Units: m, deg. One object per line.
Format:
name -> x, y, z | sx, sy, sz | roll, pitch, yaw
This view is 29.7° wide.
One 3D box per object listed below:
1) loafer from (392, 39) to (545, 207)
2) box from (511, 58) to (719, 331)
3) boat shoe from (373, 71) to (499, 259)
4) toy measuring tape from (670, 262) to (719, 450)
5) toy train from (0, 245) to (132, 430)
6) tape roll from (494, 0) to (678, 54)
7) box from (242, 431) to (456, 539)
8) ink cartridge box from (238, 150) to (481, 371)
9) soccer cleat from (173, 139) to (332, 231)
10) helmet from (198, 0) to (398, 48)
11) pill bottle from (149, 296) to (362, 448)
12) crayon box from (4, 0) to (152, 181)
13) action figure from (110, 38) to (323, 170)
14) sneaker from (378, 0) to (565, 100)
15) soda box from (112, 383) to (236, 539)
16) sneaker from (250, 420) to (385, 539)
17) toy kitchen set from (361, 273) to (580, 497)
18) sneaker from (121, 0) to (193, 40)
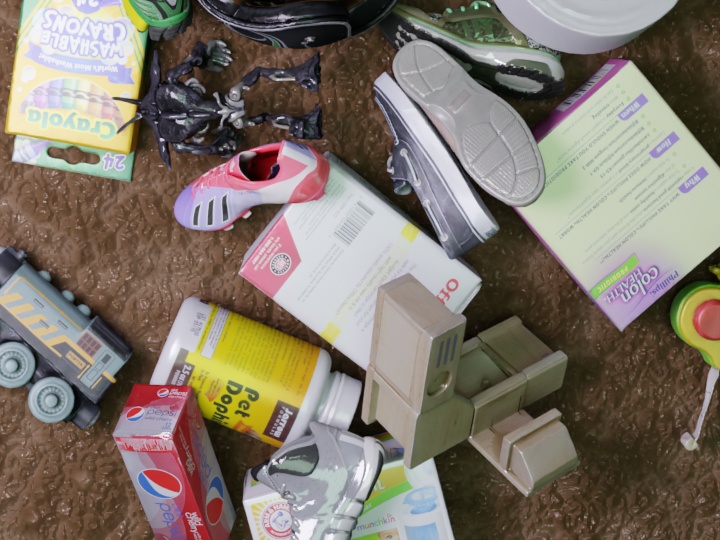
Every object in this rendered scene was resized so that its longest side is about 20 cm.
loafer -> 0.109, -0.138, 1.296 | 0.072, 0.063, 0.200 | -39, 73, 1
box -> 0.255, -0.078, 1.351 | 0.176, 0.097, 0.200 | -41, 98, 5
boat shoe -> 0.057, -0.102, 1.331 | 0.068, 0.072, 0.201 | -34, 76, 10
toy measuring tape -> 0.343, 0.082, 1.397 | 0.073, 0.074, 0.201 | 15, 99, -5
toy train -> -0.325, 0.068, 1.369 | 0.200, 0.085, 0.114 | 43, 84, -6
tape roll -> 0.217, -0.313, 1.295 | 0.201, 0.071, 0.204 | 1, 85, -9
box -> -0.013, 0.245, 1.395 | 0.199, 0.101, 0.113 | -15, 100, 1
ink cartridge box -> 0.000, 0.000, 1.362 | 0.200, 0.083, 0.145 | 38, 97, -8
soccer cleat -> -0.117, -0.086, 1.309 | 0.076, 0.199, 0.067 | 33, 58, -43
helmet -> -0.057, -0.298, 1.257 | 0.199, 0.191, 0.202 | 5, 103, 20
pill bottle -> -0.103, 0.111, 1.365 | 0.199, 0.109, 0.110 | 22, 98, -5
crayon box -> -0.275, -0.193, 1.336 | 0.125, 0.052, 0.202 | 9, 100, -3
action figure -> -0.136, -0.162, 1.322 | 0.198, 0.102, 0.120 | -2, 105, 3
sneaker -> 0.114, -0.237, 1.346 | 0.199, 0.077, 0.089 | 19, 68, -4
soda box -> -0.181, 0.205, 1.349 | 0.063, 0.070, 0.201 | 1, 132, 15
sneaker -> -0.063, 0.237, 1.310 | 0.115, 0.075, 0.201 | 24, 88, -1
toy kitchen set -> 0.133, 0.093, 1.275 | 0.199, 0.163, 0.181 | -24, 139, -30
sneaker -> -0.213, -0.317, 1.272 | 0.078, 0.085, 0.200 | -27, 69, -21
